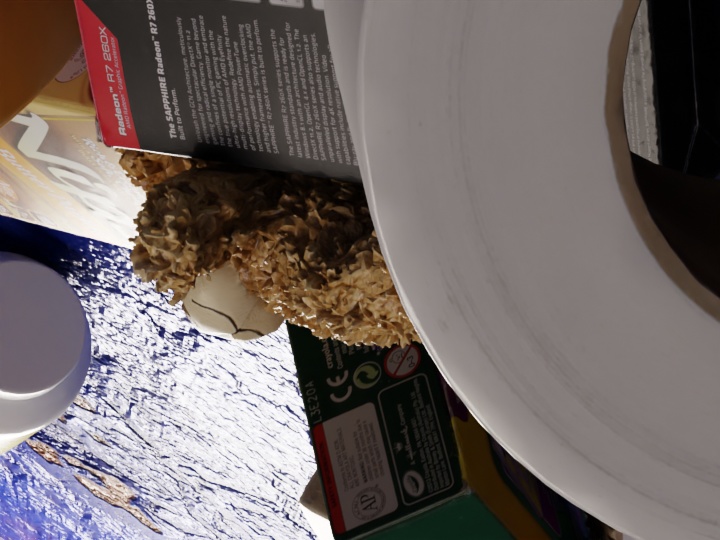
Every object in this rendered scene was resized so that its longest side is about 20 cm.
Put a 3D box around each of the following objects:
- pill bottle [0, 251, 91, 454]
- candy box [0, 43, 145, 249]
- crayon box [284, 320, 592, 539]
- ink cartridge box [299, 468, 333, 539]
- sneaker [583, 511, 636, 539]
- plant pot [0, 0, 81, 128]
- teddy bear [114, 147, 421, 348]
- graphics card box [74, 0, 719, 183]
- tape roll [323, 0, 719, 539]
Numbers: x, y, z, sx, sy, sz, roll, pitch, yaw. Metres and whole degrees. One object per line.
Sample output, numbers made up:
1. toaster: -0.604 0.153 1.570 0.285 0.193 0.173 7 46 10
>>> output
1. pill bottle: -0.211 0.048 1.473 0.104 0.104 0.200 36 160 -10
2. candy box: -0.125 -0.064 1.140 0.199 0.055 0.116 15 154 42
3. crayon box: 0.032 0.052 0.982 0.058 0.201 0.173 -24 139 13
4. ink cartridge box: 0.084 0.160 1.329 0.199 0.075 0.165 23 160 25
5. sneaker: 0.133 0.016 0.920 0.071 0.112 0.201 -107 10 -58
6. plant pot: -0.219 -0.141 0.929 0.200 0.200 0.184 14 138 43
7. teddy bear: 0.000 0.000 0.817 0.199 0.067 0.145 10 -169 33
8. graphics card box: 0.006 -0.088 0.754 0.199 0.051 0.126 9 121 32
9. tape roll: 0.093 -0.053 0.546 0.202 0.203 0.139 37 -169 -12
